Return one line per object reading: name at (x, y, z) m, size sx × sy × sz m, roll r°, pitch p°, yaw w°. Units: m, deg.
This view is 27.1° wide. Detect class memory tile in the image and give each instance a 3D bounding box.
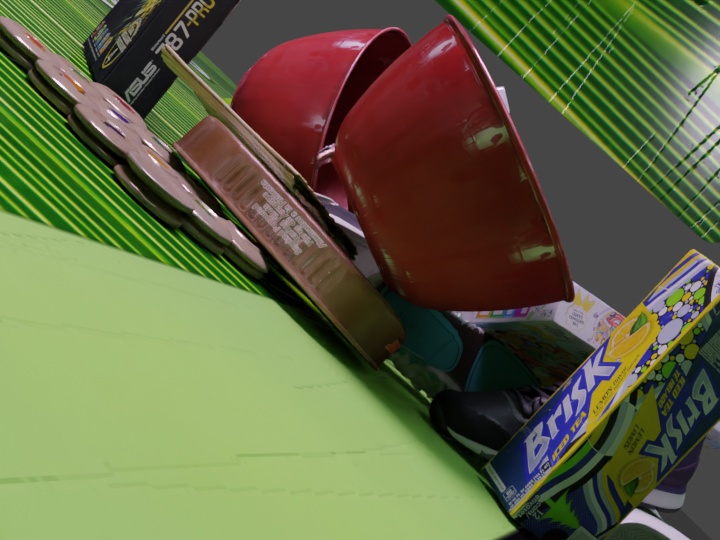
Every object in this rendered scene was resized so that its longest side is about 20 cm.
memory tile at (-0.140, -0.077, 0.916) m, size 0.200 × 0.017 × 0.153 m, roll 46°, pitch 5°, yaw 31°

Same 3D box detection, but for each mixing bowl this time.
mixing bowl at (0.049, -0.052, 0.968) m, size 0.200 × 0.108 × 0.201 m, roll -23°, pitch 90°, yaw -89°
mixing bowl at (-0.041, -0.111, 1.210) m, size 0.108 × 0.201 × 0.200 m, roll 18°, pitch -4°, yaw 19°

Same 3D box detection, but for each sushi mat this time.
sushi mat at (-0.072, -0.083, 1.020) m, size 0.200 × 0.012 × 0.096 m, roll 45°, pitch -4°, yaw 44°

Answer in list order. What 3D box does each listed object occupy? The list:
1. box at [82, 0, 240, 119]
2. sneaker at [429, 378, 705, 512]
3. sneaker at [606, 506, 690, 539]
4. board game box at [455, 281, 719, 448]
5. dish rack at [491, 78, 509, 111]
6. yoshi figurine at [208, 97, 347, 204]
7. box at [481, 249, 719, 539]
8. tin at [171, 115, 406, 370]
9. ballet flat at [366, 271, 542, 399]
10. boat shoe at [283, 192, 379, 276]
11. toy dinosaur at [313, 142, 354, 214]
box at (-0.148, -0.210, 1.181) m, size 0.049 × 0.161 × 0.200 m, roll 41°, pitch 5°, yaw -21°
sneaker at (0.145, 0.095, 1.025) m, size 0.199 × 0.088 × 0.076 m, roll 16°, pitch 13°, yaw -18°
sneaker at (0.228, 0.212, 1.077) m, size 0.200 × 0.074 × 0.116 m, roll 40°, pitch 8°, yaw -20°
board game box at (0.180, 0.072, 1.110) m, size 0.200 × 0.034 × 0.134 m, roll 33°, pitch -18°, yaw -24°
dish rack at (0.104, -0.060, 1.216) m, size 0.172 × 0.043 × 0.201 m, roll 101°, pitch -22°, yaw -78°
yoshi figurine at (-0.049, -0.088, 1.349) m, size 0.200 × 0.112 × 0.112 m, roll 41°, pitch -12°, yaw 10°
box at (0.172, 0.087, 0.937) m, size 0.064 × 0.200 × 0.070 m, roll 42°, pitch 5°, yaw -20°
tin at (-0.045, -0.020, 0.967) m, size 0.200 × 0.042 × 0.112 m, roll 47°, pitch 1°, yaw 10°
ballet flat at (0.062, 0.065, 1.087) m, size 0.200 × 0.072 × 0.072 m, roll 42°, pitch 4°, yaw -25°
boat shoe at (0.000, 0.000, 1.114) m, size 0.200 × 0.074 × 0.060 m, roll 28°, pitch 17°, yaw -41°
toy dinosaur at (0.017, -0.034, 1.202) m, size 0.199 × 0.181 × 0.105 m, roll 28°, pitch 52°, yaw -18°
